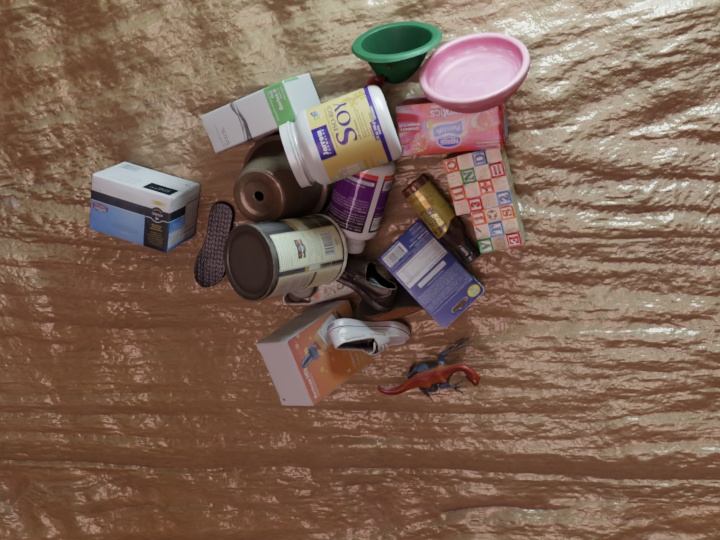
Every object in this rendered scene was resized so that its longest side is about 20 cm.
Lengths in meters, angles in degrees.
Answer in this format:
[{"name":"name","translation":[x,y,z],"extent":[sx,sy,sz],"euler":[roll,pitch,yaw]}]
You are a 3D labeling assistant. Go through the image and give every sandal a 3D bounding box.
[{"name":"sandal","translation":[-0.322,-0.057,1.799],"extent":[0.075,0.045,0.201],"euler":[17,99,6]}]

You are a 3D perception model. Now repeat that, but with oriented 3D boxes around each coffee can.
[{"name":"coffee can","translation":[-0.144,-0.028,1.553],"extent":[0.146,0.199,0.147],"euler":[10,105,41]}]

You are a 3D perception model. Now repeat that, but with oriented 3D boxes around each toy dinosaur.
[{"name":"toy dinosaur","translation":[0.164,0.234,1.673],"extent":[0.105,0.199,0.181],"euler":[62,159,1]}]

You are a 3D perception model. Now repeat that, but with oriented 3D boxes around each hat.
[{"name":"hat","translation":[0.073,-0.362,1.521],"extent":[0.200,0.165,0.177],"euler":[42,152,48]}]

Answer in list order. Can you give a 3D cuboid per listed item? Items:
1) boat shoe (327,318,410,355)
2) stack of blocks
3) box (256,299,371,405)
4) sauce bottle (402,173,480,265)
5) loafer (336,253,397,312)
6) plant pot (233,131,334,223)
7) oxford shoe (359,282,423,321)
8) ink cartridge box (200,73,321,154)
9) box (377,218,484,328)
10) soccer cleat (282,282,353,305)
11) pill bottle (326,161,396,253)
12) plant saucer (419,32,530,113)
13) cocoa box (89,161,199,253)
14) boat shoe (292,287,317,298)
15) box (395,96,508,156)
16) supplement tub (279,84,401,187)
[{"name":"boat shoe","translation":[0.022,0.148,1.681],"extent":[0.199,0.066,0.074],"euler":[4,143,-29]},{"name":"stack of blocks","translation":[0.244,-0.140,1.563],"extent":[0.115,0.059,0.201],"euler":[-11,105,22]},{"name":"box","translation":[-0.096,0.175,1.701],"extent":[0.106,0.200,0.153],"euler":[-9,108,45]},{"name":"sauce bottle","translation":[0.166,-0.100,1.601],"extent":[0.066,0.066,0.200],"euler":[-39,92,26]},{"name":"loafer","translation":[0.000,0.000,1.641],"extent":[0.200,0.073,0.071],"euler":[36,126,6]},{"name":"plant pot","translation":[-0.172,-0.170,1.629],"extent":[0.199,0.175,0.201],"euler":[6,112,16]},{"name":"oxford shoe","translation":[0.100,0.063,1.691],"extent":[0.199,0.071,0.072],"euler":[-14,61,11]},{"name":"ink cartridge box","translation":[-0.197,-0.315,1.599],"extent":[0.199,0.146,0.084],"euler":[-17,103,22]},{"name":"box","translation":[0.145,0.008,1.629],"extent":[0.121,0.032,0.200],"euler":[-43,82,4]},{"name":"soccer cleat","translation":[-0.077,0.037,1.725],"extent":[0.199,0.078,0.070],"euler":[-18,103,23]},{"name":"pill bottle","translation":[-0.005,-0.141,1.617],"extent":[0.112,0.112,0.201],"euler":[21,114,10]},{"name":"plant saucer","translation":[0.208,-0.351,1.440],"extent":[0.199,0.201,0.051],"euler":[-2,140,19]},{"name":"cocoa box","translation":[-0.477,-0.141,1.763],"extent":[0.199,0.133,0.132],"euler":[17,114,12]},{"name":"boat shoe","translation":[-0.167,-0.024,1.697],"extent":[0.075,0.068,0.200],"euler":[-39,71,4]},{"name":"box","translation":[0.176,-0.281,1.514],"extent":[0.199,0.096,0.100],"euler":[-1,110,19]},{"name":"supplement tub","translation":[-0.036,-0.245,1.476],"extent":[0.199,0.145,0.146],"euler":[-20,103,5]}]
